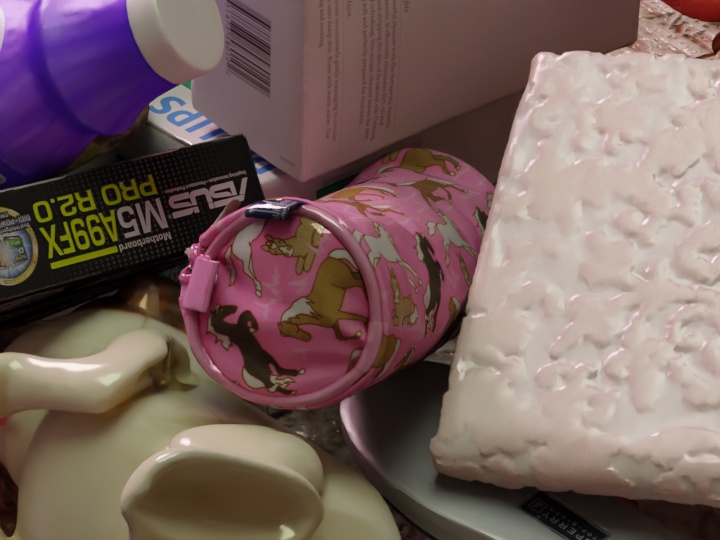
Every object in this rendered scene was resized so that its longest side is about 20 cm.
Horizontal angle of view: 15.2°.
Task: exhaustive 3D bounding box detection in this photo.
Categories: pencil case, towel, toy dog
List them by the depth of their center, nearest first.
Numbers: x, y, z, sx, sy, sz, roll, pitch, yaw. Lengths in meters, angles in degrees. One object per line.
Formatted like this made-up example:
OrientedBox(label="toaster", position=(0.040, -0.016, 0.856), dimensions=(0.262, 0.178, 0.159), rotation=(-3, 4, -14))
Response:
OrientedBox(label="towel", position=(0.141, 0.003, 1.037), dimensions=(0.199, 0.032, 0.192), rotation=(4, 63, 22))
OrientedBox(label="toy dog", position=(-0.075, 0.078, 1.061), dimensions=(0.193, 0.140, 0.200), rotation=(-5, 30, -30))
OrientedBox(label="pencil case", position=(0.000, 0.000, 1.077), dimensions=(0.083, 0.087, 0.200), rotation=(-26, -2, 21))

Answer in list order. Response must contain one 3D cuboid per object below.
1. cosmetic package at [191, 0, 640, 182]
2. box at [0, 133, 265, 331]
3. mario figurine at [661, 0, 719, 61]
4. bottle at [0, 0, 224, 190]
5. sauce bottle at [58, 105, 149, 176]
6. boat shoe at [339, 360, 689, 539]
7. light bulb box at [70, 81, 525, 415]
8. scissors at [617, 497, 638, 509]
OrientedBox(label="cosmetic package", position=(0.028, -0.129, 1.175), dimensions=(0.200, 0.108, 0.085), rotation=(-24, 42, -34))
OrientedBox(label="box", position=(-0.158, 0.000, 1.151), dimensions=(0.160, 0.044, 0.200), rotation=(-17, -2, -42))
OrientedBox(label="mario figurine", position=(0.176, -0.137, 1.115), dimensions=(0.123, 0.106, 0.201), rotation=(-27, 78, 2))
OrientedBox(label="bottle", position=(-0.148, -0.072, 1.097), dimensions=(0.199, 0.065, 0.084), rotation=(-18, 55, 29))
OrientedBox(label="sauce bottle", position=(-0.190, -0.046, 1.199), dimensions=(0.199, 0.066, 0.066), rotation=(-28, 27, 18))
OrientedBox(label="boat shoe", position=(0.067, 0.107, 1.059), dimensions=(0.200, 0.066, 0.072), rotation=(31, 50, 33))
OrientedBox(label="light bulb box", position=(-0.028, -0.057, 1.279), dimensions=(0.200, 0.125, 0.198), rotation=(-25, 39, -32))
OrientedBox(label="scissors", position=(0.110, 0.099, 1.075), dimensions=(0.199, 0.074, 0.014), rotation=(18, 11, 29))
